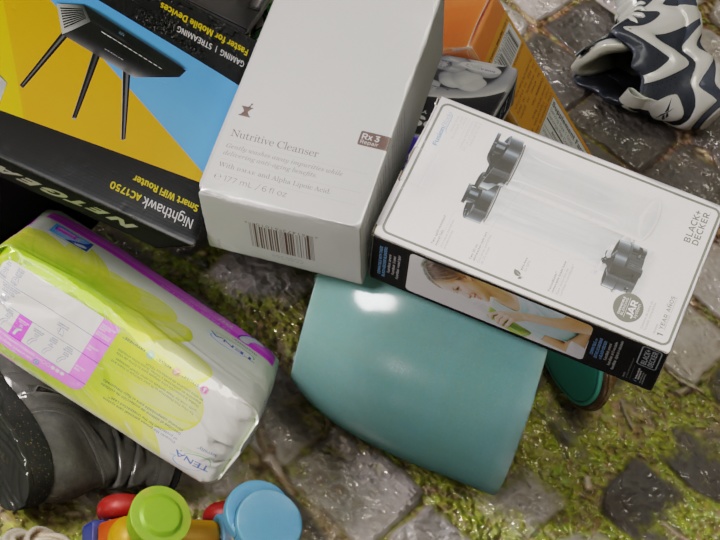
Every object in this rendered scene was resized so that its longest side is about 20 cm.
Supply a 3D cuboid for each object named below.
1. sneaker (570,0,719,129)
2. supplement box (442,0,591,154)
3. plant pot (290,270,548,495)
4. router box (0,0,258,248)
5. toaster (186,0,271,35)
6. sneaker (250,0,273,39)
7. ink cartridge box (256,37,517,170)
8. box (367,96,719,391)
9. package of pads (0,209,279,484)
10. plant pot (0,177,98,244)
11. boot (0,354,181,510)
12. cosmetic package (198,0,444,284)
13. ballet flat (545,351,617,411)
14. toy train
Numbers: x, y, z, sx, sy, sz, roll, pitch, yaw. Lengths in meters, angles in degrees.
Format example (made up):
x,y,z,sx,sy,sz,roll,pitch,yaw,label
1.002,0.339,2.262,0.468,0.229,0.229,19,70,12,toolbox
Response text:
x,y,z,sx,sy,sz,roll,pitch,yaw,label
0.240,-0.215,1.663,0.129,0.079,0.199,3,59,-31,sneaker
0.111,-0.127,1.452,0.066,0.200,0.069,-1,49,35,supplement box
0.043,0.038,1.281,0.161,0.201,0.201,16,46,0,plant pot
-0.173,-0.118,1.160,0.200,0.051,0.149,25,74,-33,router box
-0.151,-0.266,1.491,0.129,0.114,0.200,23,12,-46,toaster
0.004,-0.176,1.527,0.200,0.085,0.078,6,48,-19,sneaker
-0.006,-0.108,1.304,0.198,0.043,0.200,12,32,12,ink cartridge box
0.117,-0.019,1.174,0.200,0.060,0.117,22,64,8,box
-0.151,0.045,1.191,0.200,0.068,0.155,33,11,-4,package of pads
-0.270,-0.106,1.285,0.199,0.178,0.200,-18,60,-35,plant pot
-0.208,0.078,1.240,0.131,0.068,0.200,-3,50,-40,boot
-0.021,-0.103,1.210,0.113,0.081,0.200,13,63,8,cosmetic package
0.163,0.026,1.438,0.072,0.068,0.200,8,40,-42,ballet flat
-0.140,0.166,1.127,0.200,0.116,0.085,6,62,-18,toy train
